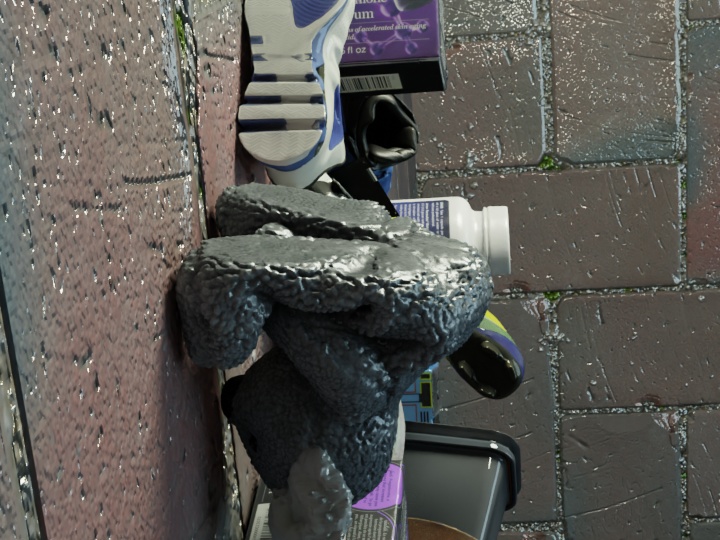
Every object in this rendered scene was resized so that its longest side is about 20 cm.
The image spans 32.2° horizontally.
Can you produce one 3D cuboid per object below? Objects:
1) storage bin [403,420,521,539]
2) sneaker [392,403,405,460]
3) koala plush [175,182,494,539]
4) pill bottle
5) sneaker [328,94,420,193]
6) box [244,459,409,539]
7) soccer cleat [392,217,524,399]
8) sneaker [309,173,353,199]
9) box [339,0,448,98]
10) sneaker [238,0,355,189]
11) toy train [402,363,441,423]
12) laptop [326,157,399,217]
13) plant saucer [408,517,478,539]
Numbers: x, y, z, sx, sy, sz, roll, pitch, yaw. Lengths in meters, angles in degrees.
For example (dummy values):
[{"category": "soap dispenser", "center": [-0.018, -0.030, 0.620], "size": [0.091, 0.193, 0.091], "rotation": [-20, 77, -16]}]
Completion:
[{"category": "storage bin", "center": [0.056, 0.251, 1.277], "size": [0.146, 0.199, 0.135], "rotation": [81, 20, -46]}, {"category": "sneaker", "center": [-0.016, 0.163, 1.033], "size": [0.080, 0.071, 0.201], "rotation": [16, 69, -41]}, {"category": "koala plush", "center": [-0.019, 0.069, 0.783], "size": [0.177, 0.183, 0.201], "rotation": [-75, 173, -69]}, {"category": "pill bottle", "center": [0.078, -0.031, 1.493], "size": [0.111, 0.199, 0.111], "rotation": [-3, 90, -84]}, {"category": "sneaker", "center": [0.012, -0.118, 1.289], "size": [0.111, 0.077, 0.200], "rotation": [38, -28, 41]}, {"category": "box", "center": [-0.018, 0.251, 0.904], "size": [0.122, 0.106, 0.201], "rotation": [-77, 164, -62]}, {"category": "soccer cleat", "center": [0.080, 0.035, 1.161], "size": [0.200, 0.065, 0.084], "rotation": [52, 14, -5]}, {"category": "sneaker", "center": [-0.029, -0.037, 1.036], "size": [0.200, 0.088, 0.074], "rotation": [-89, 171, -46]}, {"category": "box", "center": [0.001, -0.267, 1.141], "size": [0.104, 0.147, 0.201], "rotation": [48, 39, -79]}, {"category": "sneaker", "center": [-0.050, -0.142, 0.976], "size": [0.115, 0.080, 0.200], "rotation": [83, 13, -63]}, {"category": "toy train", "center": [0.031, 0.086, 1.405], "size": [0.087, 0.114, 0.201], "rotation": [-55, 142, -81]}, {"category": "laptop", "center": [0.000, 0.000, 1.228], "size": [0.188, 0.116, 0.200], "rotation": [57, 36, 0]}, {"category": "plant saucer", "center": [0.059, 0.321, 1.209], "size": [0.035, 0.200, 0.201], "rotation": [-63, 153, -50]}]
